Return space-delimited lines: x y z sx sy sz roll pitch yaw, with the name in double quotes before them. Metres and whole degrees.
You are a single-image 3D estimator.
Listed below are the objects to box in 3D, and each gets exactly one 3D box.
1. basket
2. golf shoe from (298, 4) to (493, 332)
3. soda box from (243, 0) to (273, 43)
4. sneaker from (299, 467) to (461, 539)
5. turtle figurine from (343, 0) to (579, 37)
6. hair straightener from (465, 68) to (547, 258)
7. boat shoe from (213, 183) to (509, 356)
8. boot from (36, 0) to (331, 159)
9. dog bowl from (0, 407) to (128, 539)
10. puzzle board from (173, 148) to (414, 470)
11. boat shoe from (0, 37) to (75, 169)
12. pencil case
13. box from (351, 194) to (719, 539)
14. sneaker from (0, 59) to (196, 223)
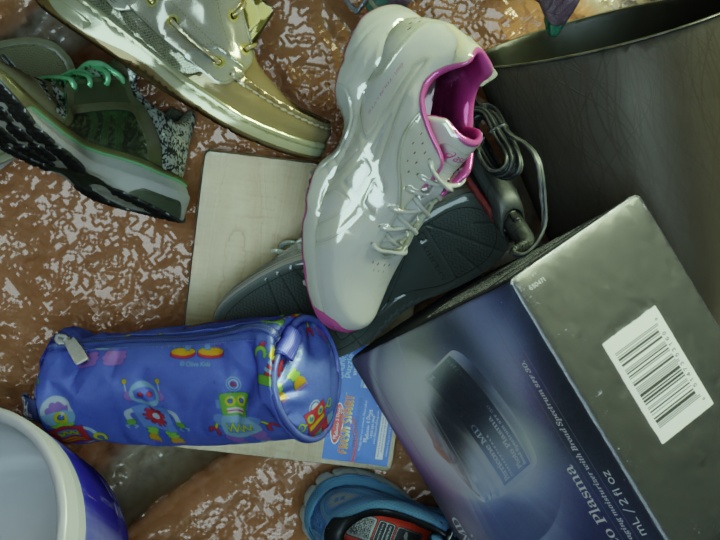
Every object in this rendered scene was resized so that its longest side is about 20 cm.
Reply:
"basket" 0.181 -0.058 1.269 0.180 0.136 0.201 -12 104 18
"golf shoe" 0.021 -0.056 1.198 0.091 0.075 0.201 17 99 36
"soda box" -0.152 -0.197 1.263 0.200 0.064 0.068 35 95 -8
"sneaker" 0.058 0.193 1.322 0.199 0.090 0.079 14 99 -7
"turtle figurine" 0.044 -0.223 1.242 0.199 0.101 0.150 17 82 -15
"hair straightener" 0.063 -0.088 1.227 0.041 0.200 0.077 -12 141 -17
"boat shoe" 0.000 -0.002 1.293 0.201 0.065 0.075 -28 111 6
"boot" -0.075 -0.172 1.206 0.200 0.072 0.155 32 93 -7
"dog bowl" -0.246 0.190 1.254 0.200 0.200 0.079 -40 141 4
"puzzle board" -0.041 0.027 1.329 0.150 0.017 0.201 7 99 -5
"boat shoe" -0.267 -0.074 1.275 0.200 0.068 0.075 -42 94 -17
"pencil case" -0.113 0.068 1.261 0.199 0.078 0.087 -3 136 26
"box" 0.127 0.091 1.228 0.123 0.198 0.200 -32 91 -32
"sneaker" -0.172 -0.103 1.246 0.077 0.200 0.089 9 74 36
